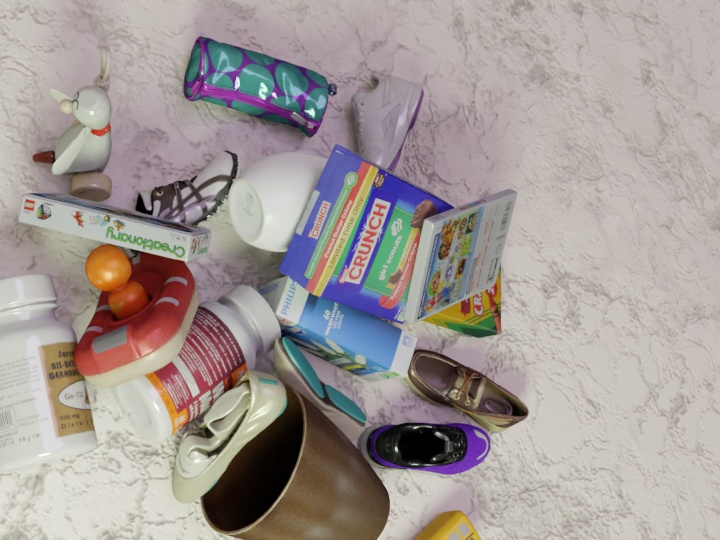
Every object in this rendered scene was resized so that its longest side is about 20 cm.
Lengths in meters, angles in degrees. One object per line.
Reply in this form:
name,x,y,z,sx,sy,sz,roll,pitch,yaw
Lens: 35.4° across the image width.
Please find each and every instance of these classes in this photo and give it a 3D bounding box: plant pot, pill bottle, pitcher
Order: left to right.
pill bottle,-0.368,0.113,1.260,0.113,0.114,0.204,-10,82,-31
pill bottle,-0.196,0.107,1.364,0.199,0.109,0.111,-36,96,-31
pitcher,-0.084,-0.104,1.460,0.198,0.171,0.123,-16,125,-39
plant pot,-0.062,0.264,1.378,0.199,0.185,0.190,34,62,-34

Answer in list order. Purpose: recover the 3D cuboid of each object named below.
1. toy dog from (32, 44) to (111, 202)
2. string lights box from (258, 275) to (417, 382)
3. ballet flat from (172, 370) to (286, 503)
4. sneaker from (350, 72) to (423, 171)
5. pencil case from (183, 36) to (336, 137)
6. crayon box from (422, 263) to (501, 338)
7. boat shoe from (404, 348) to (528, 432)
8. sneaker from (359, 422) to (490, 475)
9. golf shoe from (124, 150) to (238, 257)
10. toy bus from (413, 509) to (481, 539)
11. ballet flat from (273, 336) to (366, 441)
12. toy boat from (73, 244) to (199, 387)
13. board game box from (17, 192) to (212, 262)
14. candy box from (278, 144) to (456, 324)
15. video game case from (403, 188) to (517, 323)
toy dog,-0.340,-0.160,1.323,0.094,0.202,0.134,-1,51,-13
string lights box,-0.036,0.077,1.468,0.198,0.102,0.060,27,70,-21
ballet flat,-0.170,0.192,1.316,0.069,0.070,0.200,39,104,-15
sneaker,0.018,-0.192,1.602,0.098,0.075,0.203,23,65,-3
pencil case,-0.136,-0.243,1.504,0.197,0.086,0.093,13,43,-26
crayon box,0.121,0.013,1.575,0.198,0.050,0.130,17,69,-44
boat shoe,0.150,0.164,1.572,0.198,0.072,0.073,33,63,-19
sneaker,0.105,0.238,1.509,0.197,0.099,0.071,3,77,-29
golf shoe,-0.227,-0.089,1.417,0.094,0.077,0.202,38,60,-16
toy bus,0.075,0.406,1.469,0.199,0.065,0.079,-36,96,-32
ballet flat,-0.065,0.162,1.428,0.200,0.069,0.070,48,57,-36
toy boat,-0.265,0.029,1.275,0.201,0.129,0.132,-86,153,-65
board game box,-0.279,-0.052,1.304,0.196,0.126,0.035,14,95,2
candy box,0.013,-0.040,1.406,0.199,0.077,0.171,20,97,-50
video game case,0.134,-0.022,1.491,0.199,0.018,0.146,-21,130,-48
